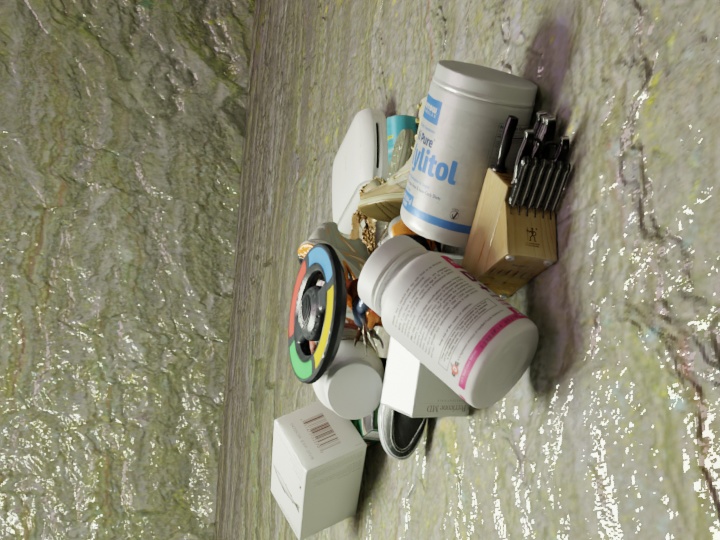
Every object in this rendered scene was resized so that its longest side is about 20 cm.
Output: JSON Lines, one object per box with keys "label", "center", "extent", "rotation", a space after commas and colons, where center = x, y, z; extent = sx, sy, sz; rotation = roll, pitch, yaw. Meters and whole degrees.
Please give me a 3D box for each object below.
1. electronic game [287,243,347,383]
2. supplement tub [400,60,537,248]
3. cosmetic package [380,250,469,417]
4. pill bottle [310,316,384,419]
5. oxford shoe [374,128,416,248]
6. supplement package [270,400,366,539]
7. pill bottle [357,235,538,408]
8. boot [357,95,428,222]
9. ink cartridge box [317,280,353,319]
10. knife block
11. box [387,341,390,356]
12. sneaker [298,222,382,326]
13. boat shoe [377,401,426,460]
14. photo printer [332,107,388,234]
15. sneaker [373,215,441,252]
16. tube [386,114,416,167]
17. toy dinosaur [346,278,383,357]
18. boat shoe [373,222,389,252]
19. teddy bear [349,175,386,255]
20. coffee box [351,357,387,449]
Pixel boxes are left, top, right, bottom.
{"label": "electronic game", "center": [-0.067, 0.061, 1.386], "extent": [0.199, 0.041, 0.204], "rotation": [-172, 90, -69]}
{"label": "supplement tub", "center": [0.130, -0.142, 1.175], "extent": [0.132, 0.129, 0.204], "rotation": [-120, 39, -65]}
{"label": "cosmetic package", "center": [0.096, 0.080, 1.224], "extent": [0.071, 0.100, 0.204], "rotation": [14, 98, 53]}
{"label": "pill bottle", "center": [-0.025, 0.149, 1.465], "extent": [0.200, 0.110, 0.114], "rotation": [-125, 45, -72]}
{"label": "oxford shoe", "center": [0.066, -0.118, 1.500], "extent": [0.075, 0.057, 0.204], "rotation": [-173, 98, -72]}
{"label": "supplement package", "center": [-0.073, 0.331, 1.599], "extent": [0.117, 0.116, 0.202], "rotation": [50, 148, 36]}
{"label": "pill bottle", "center": [0.095, 0.052, 1.089], "extent": [0.199, 0.112, 0.115], "rotation": [39, 127, 31]}
{"label": "boot", "center": [0.084, -0.159, 1.351], "extent": [0.198, 0.072, 0.158], "rotation": [-15, 62, 37]}
{"label": "ink cartridge box", "center": [-0.016, 0.052, 1.636], "extent": [0.200, 0.114, 0.069], "rotation": [144, 131, -70]}
{"label": "knife block", "center": [0.174, -0.079, 1.112], "extent": [0.200, 0.063, 0.179], "rotation": [130, 145, -63]}
{"label": "box", "center": [0.074, 0.113, 1.407], "extent": [0.075, 0.049, 0.204], "rotation": [-154, 73, -74]}
{"label": "sneaker", "center": [0.000, 0.000, 1.502], "extent": [0.075, 0.200, 0.093], "rotation": [-32, 21, 48]}
{"label": "boat shoe", "center": [0.074, 0.171, 1.340], "extent": [0.068, 0.072, 0.203], "rotation": [-143, 70, -82]}
{"label": "photo printer", "center": [0.003, -0.185, 1.762], "extent": [0.200, 0.068, 0.169], "rotation": [124, 149, -59]}
{"label": "sneaker", "center": [0.055, -0.025, 1.319], "extent": [0.200, 0.090, 0.077], "rotation": [40, -135, -70]}
{"label": "tube", "center": [0.069, -0.149, 1.568], "extent": [0.077, 0.049, 0.204], "rotation": [140, 129, -83]}
{"label": "toy dinosaur", "center": [0.005, 0.045, 1.309], "extent": [0.105, 0.199, 0.182], "rotation": [-49, -19, -15]}
{"label": "boat shoe", "center": [0.081, -0.072, 1.435], "extent": [0.066, 0.071, 0.203], "rotation": [-19, -40, -61]}
{"label": "teddy bear", "center": [0.022, -0.065, 1.628], "extent": [0.146, 0.066, 0.203], "rotation": [-123, 34, -50]}
{"label": "coffee box", "center": [0.006, 0.232, 1.607], "extent": [0.200, 0.043, 0.125], "rotation": [131, 143, -63]}
